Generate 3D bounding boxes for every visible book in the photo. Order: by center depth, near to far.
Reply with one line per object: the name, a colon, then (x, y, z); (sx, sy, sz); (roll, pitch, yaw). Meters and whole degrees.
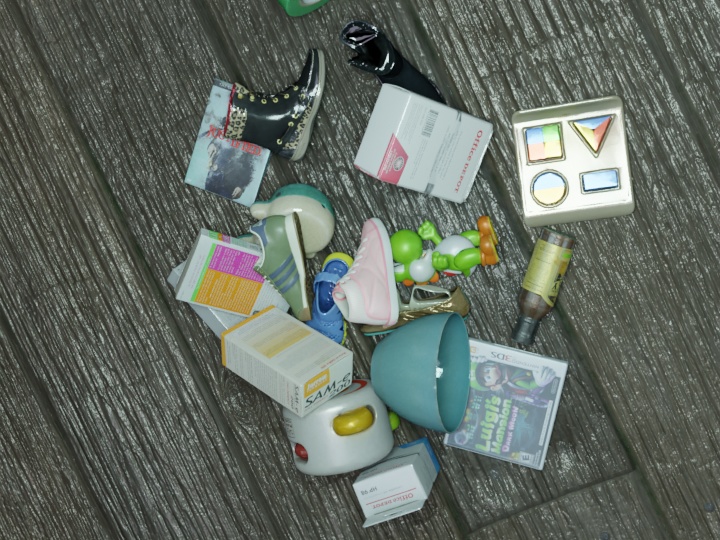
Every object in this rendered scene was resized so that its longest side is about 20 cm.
book: (-0.209, 0.013, 1.569); (0.199, 0.048, 0.134); (18, 118, -21)

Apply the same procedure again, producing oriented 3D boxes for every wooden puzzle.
wooden puzzle: (0.355, -0.180, 1.487); (0.184, 0.046, 0.201); (-7, 96, 13)

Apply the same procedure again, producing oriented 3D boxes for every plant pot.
plant pot: (0.095, 0.168, 1.501); (0.134, 0.200, 0.201); (1, 97, 22)

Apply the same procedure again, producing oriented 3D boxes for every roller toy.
roller toy: (-0.041, 0.267, 1.561); (0.182, 0.200, 0.140); (-12, 94, 20)

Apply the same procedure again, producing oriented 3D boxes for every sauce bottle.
sauce bottle: (0.307, 0.028, 1.517); (0.064, 0.065, 0.201); (19, 103, 10)

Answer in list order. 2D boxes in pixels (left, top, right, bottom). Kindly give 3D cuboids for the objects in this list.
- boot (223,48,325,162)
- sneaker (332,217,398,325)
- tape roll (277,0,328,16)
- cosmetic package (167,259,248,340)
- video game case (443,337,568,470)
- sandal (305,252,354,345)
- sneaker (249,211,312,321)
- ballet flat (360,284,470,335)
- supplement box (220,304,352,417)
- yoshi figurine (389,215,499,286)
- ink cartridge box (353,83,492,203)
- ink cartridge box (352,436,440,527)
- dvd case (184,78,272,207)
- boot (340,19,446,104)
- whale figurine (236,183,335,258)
boot: (-0.148, -0.300, 1.547); (0.150, 0.073, 0.201); (11, 108, -16)
sneaker: (0.000, 0.000, 1.528); (0.104, 0.075, 0.201); (-2, 67, -14)
tape roll: (-0.058, -0.504, 1.460); (0.200, 0.200, 0.048); (-40, 88, 14)
cosmetic package: (-0.256, 0.061, 1.634); (0.200, 0.083, 0.051); (48, 140, 4)
video game case: (0.256, 0.236, 1.575); (0.181, 0.023, 0.201); (13, 100, 11)
sandal: (-0.061, 0.070, 1.594); (0.079, 0.087, 0.201); (9, 101, 10)
sneaker: (-0.138, -0.003, 1.524); (0.089, 0.067, 0.201); (-6, 116, 4)
ballet flat: (0.092, 0.063, 1.563); (0.199, 0.068, 0.073); (-9, 110, 12)
supplement box: (-0.127, 0.151, 1.517); (0.200, 0.126, 0.074); (28, 130, 34)
yoshi figurine: (0.131, -0.040, 1.532); (0.199, 0.112, 0.112); (-17, 77, 17)
ink cartridge box: (0.106, -0.206, 1.462); (0.085, 0.199, 0.146); (35, 108, 49)
ink cartridge box: (0.062, 0.364, 1.544); (0.115, 0.200, 0.067); (-22, 91, 14)
dvd case: (-0.229, -0.232, 1.626); (0.146, 0.022, 0.201); (22, 100, 9)
boot: (0.054, -0.323, 1.474); (0.076, 0.168, 0.200); (-42, 88, 14)
whale figurine: (-0.135, -0.083, 1.591); (0.200, 0.104, 0.159); (-28, 129, 34)
